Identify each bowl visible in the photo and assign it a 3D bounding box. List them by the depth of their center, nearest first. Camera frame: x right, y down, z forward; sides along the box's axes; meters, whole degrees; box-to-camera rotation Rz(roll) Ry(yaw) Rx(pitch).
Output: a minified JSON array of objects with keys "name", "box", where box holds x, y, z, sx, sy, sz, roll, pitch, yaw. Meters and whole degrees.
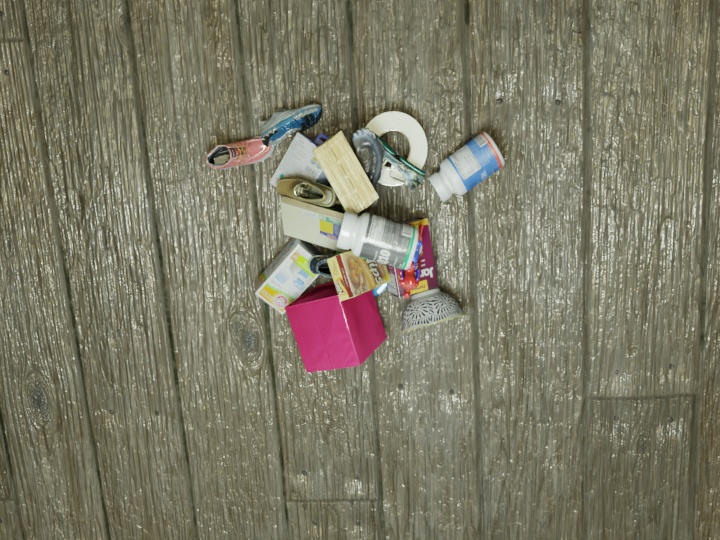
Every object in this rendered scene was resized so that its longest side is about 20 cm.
[{"name":"bowl","box":[0.199,0.108,1.551,0.196,0.201,0.096,-16,83,8]}]

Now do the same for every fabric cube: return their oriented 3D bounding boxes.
[{"name":"fabric cube","box":[-0.068,0.150,1.544,0.196,0.196,0.204,-13,101,30]}]

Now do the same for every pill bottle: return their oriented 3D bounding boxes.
[{"name":"pill bottle","box":[0.043,-0.081,1.384,0.195,0.113,0.116,15,102,-3]},{"name":"pill bottle","box":[0.292,-0.283,1.501,0.198,0.112,0.113,-34,95,11]}]

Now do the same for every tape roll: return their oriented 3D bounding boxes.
[{"name":"tape roll","box":[0.092,-0.344,1.531,0.197,0.071,0.208,1,101,5]}]

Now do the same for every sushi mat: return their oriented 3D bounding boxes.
[{"name":"sushi mat","box":[-0.039,-0.249,1.399,0.094,0.012,0.203,-30,97,4]}]

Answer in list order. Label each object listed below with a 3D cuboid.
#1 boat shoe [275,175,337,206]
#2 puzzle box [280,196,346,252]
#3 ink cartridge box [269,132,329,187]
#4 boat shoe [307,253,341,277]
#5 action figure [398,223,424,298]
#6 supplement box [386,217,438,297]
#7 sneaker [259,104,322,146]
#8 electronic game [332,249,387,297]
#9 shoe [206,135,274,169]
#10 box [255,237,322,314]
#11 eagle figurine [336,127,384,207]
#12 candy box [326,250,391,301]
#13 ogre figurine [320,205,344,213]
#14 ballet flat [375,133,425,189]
[{"name":"boat shoe","box":[-0.160,-0.220,1.461,0.196,0.076,0.074,12,98,29]},{"name":"puzzle box","box":[-0.125,-0.125,1.495,0.196,0.026,0.134,17,143,10]},{"name":"ink cartridge box","box":[-0.151,-0.297,1.544,0.136,0.076,0.202,37,104,18]},{"name":"boat shoe","box":[-0.045,-0.011,1.522,0.196,0.091,0.073,-5,100,-21]},{"name":"action figure","box":[0.138,-0.024,1.473,0.064,0.052,0.205,6,94,-10]},{"name":"supplement box","box":[0.134,-0.040,1.548,0.128,0.103,0.205,-14,100,-13]},{"name":"sneaker","box":[-0.206,-0.441,1.547,0.196,0.075,0.088,-25,66,-2]},{"name":"electronic game","box":[0.008,-0.011,1.614,0.195,0.042,0.205,1,100,6]},{"name":"shoe","box":[-0.349,-0.341,1.564,0.195,0.091,0.073,-15,99,8]},{"name":"box","box":[-0.210,0.011,1.595,0.112,0.102,0.200,40,102,-21]},{"name":"eagle figurine","box":[-0.012,-0.274,1.460,0.148,0.151,0.205,15,88,10]},{"name":"candy box","box":[0.000,0.000,1.464,0.054,0.199,0.118,-18,91,35]},{"name":"ogre figurine","box":[-0.057,-0.152,1.567,0.117,0.098,0.205,-8,102,3]},{"name":"ballet flat","box":[0.085,-0.295,1.472,0.199,0.074,0.075,39,102,0]}]
